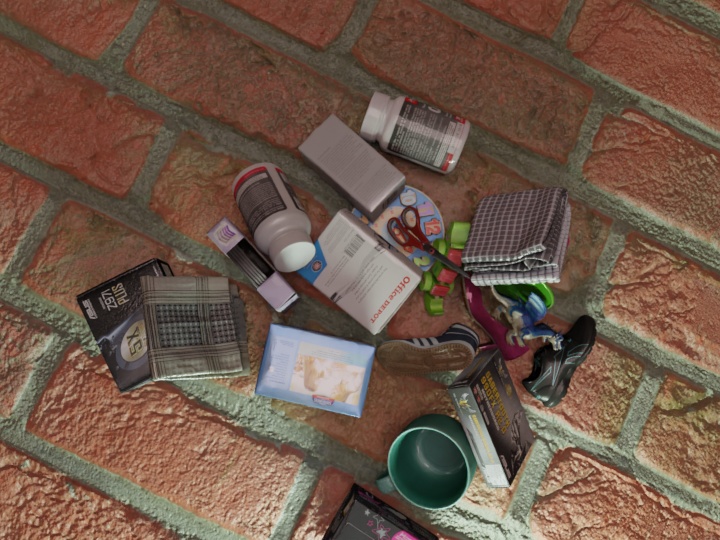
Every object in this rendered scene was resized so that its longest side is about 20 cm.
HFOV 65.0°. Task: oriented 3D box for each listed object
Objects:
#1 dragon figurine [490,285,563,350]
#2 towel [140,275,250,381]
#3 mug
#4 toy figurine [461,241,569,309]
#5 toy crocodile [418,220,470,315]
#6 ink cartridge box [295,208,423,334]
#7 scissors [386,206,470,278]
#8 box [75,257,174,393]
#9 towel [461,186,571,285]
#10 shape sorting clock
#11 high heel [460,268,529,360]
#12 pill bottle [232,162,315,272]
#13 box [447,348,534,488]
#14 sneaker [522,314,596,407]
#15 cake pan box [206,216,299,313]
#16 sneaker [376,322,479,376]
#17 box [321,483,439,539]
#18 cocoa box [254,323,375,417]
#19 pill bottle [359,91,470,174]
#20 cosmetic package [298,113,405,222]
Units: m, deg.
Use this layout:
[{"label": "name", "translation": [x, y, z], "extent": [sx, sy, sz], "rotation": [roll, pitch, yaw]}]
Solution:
[{"label": "dragon figurine", "translation": [0.311, 0.077, 1.077], "extent": [0.099, 0.059, 0.201], "rotation": [-33, 98, -22]}, {"label": "towel", "translation": [-0.294, 0.102, 1.033], "extent": [0.199, 0.034, 0.194], "rotation": [5, 64, -44]}, {"label": "mug", "translation": [0.125, 0.345, 1.056], "extent": [0.184, 0.114, 0.153], "rotation": [3, 96, 23]}, {"label": "toy figurine", "translation": [0.328, -0.049, 1.128], "extent": [0.199, 0.150, 0.184], "rotation": [26, 68, 25]}, {"label": "toy crocodile", "translation": [0.166, -0.004, 1.096], "extent": [0.067, 0.062, 0.201], "rotation": [9, 118, -19]}, {"label": "ink cartridge box", "translation": [0.000, 0.000, 1.088], "extent": [0.200, 0.086, 0.147], "rotation": [39, 103, 0]}, {"label": "scissors", "translation": [0.124, -0.039, 1.074], "extent": [0.073, 0.014, 0.200], "rotation": [-45, 66, 19]}, {"label": "box", "translation": [-0.409, 0.103, 1.074], "extent": [0.163, 0.086, 0.201], "rotation": [-26, 86, -5]}, {"label": "towel", "translation": [0.281, -0.067, 1.018], "extent": [0.165, 0.086, 0.201], "rotation": [-3, 42, 33]}, {"label": "shape sorting clock", "translation": [0.071, -0.076, 1.142], "extent": [0.198, 0.039, 0.202], "rotation": [0, 84, -3]}, {"label": "high heel", "translation": [0.262, 0.084, 1.115], "extent": [0.095, 0.067, 0.201], "rotation": [-17, 90, 5]}, {"label": "pill bottle", "translation": [-0.159, -0.098, 1.061], "extent": [0.110, 0.111, 0.201], "rotation": [-27, 59, -5]}, {"label": "box", "translation": [0.246, 0.268, 1.045], "extent": [0.048, 0.158, 0.201], "rotation": [-18, 96, 37]}, {"label": "sneaker", "translation": [0.394, 0.168, 1.115], "extent": [0.079, 0.075, 0.201], "rotation": [31, 83, 3]}, {"label": "cake pan box", "translation": [-0.189, -0.003, 1.040], "extent": [0.052, 0.200, 0.184], "rotation": [-44, 89, -7]}, {"label": "sneaker", "translation": [0.137, 0.152, 1.110], "extent": [0.199, 0.108, 0.071], "rotation": [-5, 105, 28]}, {"label": "box", "translation": [0.039, 0.513, 1.039], "extent": [0.199, 0.115, 0.133], "rotation": [32, 84, 2]}, {"label": "cocoa box", "translation": [-0.083, 0.182, 1.059], "extent": [0.199, 0.131, 0.134], "rotation": [13, 83, -1]}, {"label": "pill bottle", "translation": [0.106, -0.277, 1.127], "extent": [0.199, 0.114, 0.115], "rotation": [21, 83, -1]}, {"label": "cosmetic package", "translation": [-0.016, -0.202, 1.120], "extent": [0.200, 0.071, 0.101], "rotation": [43, 84, 11]}]
